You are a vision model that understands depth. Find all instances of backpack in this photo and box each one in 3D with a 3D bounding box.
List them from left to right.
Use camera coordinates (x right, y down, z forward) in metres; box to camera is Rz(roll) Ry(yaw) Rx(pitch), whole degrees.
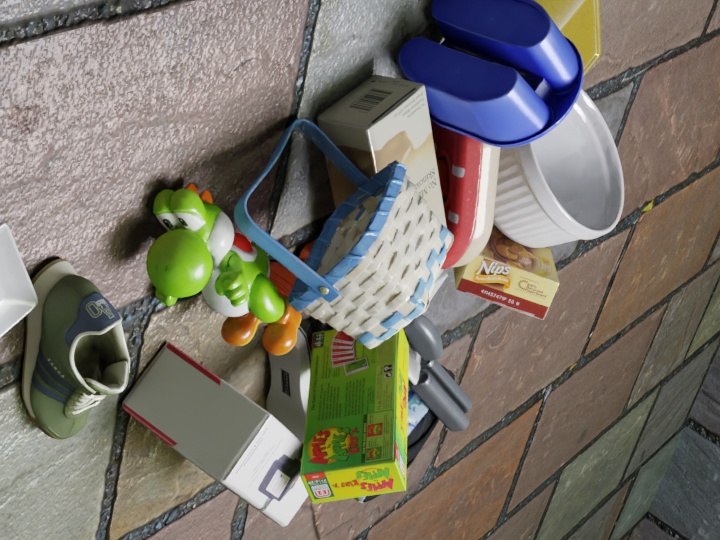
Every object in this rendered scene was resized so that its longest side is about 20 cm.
[{"bbox_3d":[0.021,0.206,1.749,0.164,0.153,0.201,-54,-172,35],"label":"backpack"}]

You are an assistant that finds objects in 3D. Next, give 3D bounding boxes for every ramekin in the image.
[{"bbox_3d":[0.218,-0.123,1.647,0.104,0.202,0.199,-22,180,39],"label":"ramekin"}]

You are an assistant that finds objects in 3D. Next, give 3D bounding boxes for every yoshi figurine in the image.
[{"bbox_3d":[-0.139,0.013,1.278,0.112,0.113,0.201,-31,133,4],"label":"yoshi figurine"}]

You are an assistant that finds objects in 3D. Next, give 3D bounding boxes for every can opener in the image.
[{"bbox_3d":[0.089,0.129,1.687,0.201,0.066,0.053,54,41,-41],"label":"can opener"}]

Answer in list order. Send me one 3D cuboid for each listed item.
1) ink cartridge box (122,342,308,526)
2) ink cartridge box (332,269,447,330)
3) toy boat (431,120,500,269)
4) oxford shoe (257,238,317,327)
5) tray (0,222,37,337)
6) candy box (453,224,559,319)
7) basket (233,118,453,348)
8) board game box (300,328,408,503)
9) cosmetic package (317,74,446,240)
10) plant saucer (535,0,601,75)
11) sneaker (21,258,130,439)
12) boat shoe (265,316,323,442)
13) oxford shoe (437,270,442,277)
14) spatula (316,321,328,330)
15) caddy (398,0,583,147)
[{"bbox_3d":[-0.136,0.174,1.424,0.085,0.144,0.200,-53,155,-10],"label":"ink cartridge box"},{"bbox_3d":[0.012,0.082,1.730,0.162,0.057,0.200,-34,166,-41],"label":"ink cartridge box"},{"bbox_3d":[0.080,-0.101,1.555,0.129,0.131,0.203,-1,109,-13],"label":"toy boat"},{"bbox_3d":[-0.074,0.031,1.467,0.199,0.071,0.074,-26,145,-49],"label":"oxford shoe"},{"bbox_3d":[-0.340,0.053,1.064,0.200,0.022,0.108,-45,153,-26],"label":"tray"},{"bbox_3d":[0.173,-0.022,1.691,0.201,0.114,0.056,-88,-161,-66],"label":"candy box"},{"bbox_3d":[-0.019,-0.036,1.314,0.139,0.200,0.177,-33,-162,38],"label":"basket"},{"bbox_3d":[-0.003,0.145,1.450,0.201,0.100,0.048,-87,161,-47],"label":"board game box"},{"bbox_3d":[0.027,-0.090,1.443,0.105,0.070,0.202,-42,133,-36],"label":"cosmetic package"},{"bbox_3d":[0.241,-0.274,1.716,0.201,0.048,0.201,-51,154,-16],"label":"plant saucer"},{"bbox_3d":[-0.243,0.091,1.202,0.067,0.089,0.202,-35,147,-39],"label":"sneaker"},{"bbox_3d":[-0.065,0.127,1.588,0.063,0.070,0.202,-37,146,-34],"label":"boat shoe"},{"bbox_3d":[0.044,0.013,1.598,0.075,0.058,0.200,-34,-171,39],"label":"oxford shoe"},{"bbox_3d":[0.000,0.000,1.576,0.201,0.020,0.057,-58,-179,-39],"label":"spatula"},{"bbox_3d":[0.138,-0.210,1.440,0.142,0.199,0.105,-55,140,-9],"label":"caddy"}]
